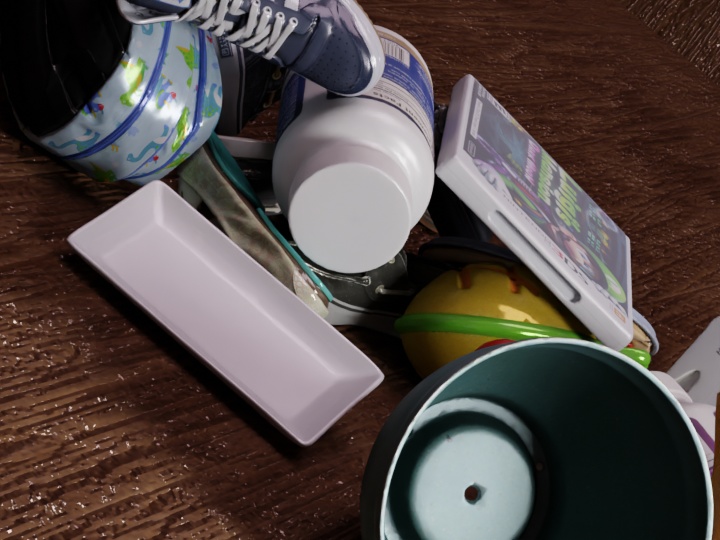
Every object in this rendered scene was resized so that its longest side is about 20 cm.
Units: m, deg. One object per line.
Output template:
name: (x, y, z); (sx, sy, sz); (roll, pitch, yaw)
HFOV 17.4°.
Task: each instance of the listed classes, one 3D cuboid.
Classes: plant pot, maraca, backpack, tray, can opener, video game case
plant pot: (0.082, 0.134, 1.345); (0.200, 0.201, 0.134); (32, -8, -18)
maraca: (0.116, 0.053, 1.681); (0.199, 0.108, 0.137); (13, -6, -35)
backpack: (-0.172, -0.153, 1.599); (0.154, 0.163, 0.200); (45, 19, -27)
tray: (-0.087, 0.030, 1.477); (0.200, 0.022, 0.107); (40, 36, 9)
can opener: (0.057, -0.074, 1.793); (0.078, 0.064, 0.200); (1, -32, 32)
video game case: (0.128, -0.045, 1.685); (0.182, 0.023, 0.200); (45, 18, -11)

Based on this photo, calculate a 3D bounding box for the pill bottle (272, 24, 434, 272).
pill bottle: (-0.004, -0.082, 1.614); (0.111, 0.111, 0.200); (32, 25, -15)

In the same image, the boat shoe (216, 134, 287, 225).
boat shoe: (-0.056, -0.064, 1.746); (0.073, 0.061, 0.200); (10, 3, 23)

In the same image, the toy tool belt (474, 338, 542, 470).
toy tool belt: (0.138, 0.144, 1.483); (0.200, 0.125, 0.123); (51, 16, -27)

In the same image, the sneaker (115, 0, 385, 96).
sneaker: (-0.082, -0.171, 1.523); (0.200, 0.070, 0.108); (41, 34, 3)

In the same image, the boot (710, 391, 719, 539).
boot: (0.233, 0.148, 1.478); (0.201, 0.070, 0.145); (0, 85, -58)

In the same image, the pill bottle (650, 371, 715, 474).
pill bottle: (0.241, 0.165, 1.660); (0.112, 0.112, 0.200); (21, 24, -42)

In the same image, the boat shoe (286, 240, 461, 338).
boat shoe: (0.000, 0.000, 1.684); (0.200, 0.064, 0.071); (15, 28, -51)

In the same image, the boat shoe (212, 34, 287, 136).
boat shoe: (-0.070, -0.151, 1.770); (0.200, 0.090, 0.071); (114, -37, -78)

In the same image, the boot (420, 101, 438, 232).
boot: (0.062, -0.095, 1.987); (0.199, 0.097, 0.075); (23, 23, -38)

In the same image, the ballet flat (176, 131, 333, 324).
ballet flat: (-0.089, -0.028, 1.578); (0.200, 0.062, 0.067); (54, 1, 39)

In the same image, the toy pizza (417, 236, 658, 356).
toy pizza: (0.133, 0.031, 1.803); (0.199, 0.032, 0.200); (23, -13, 5)

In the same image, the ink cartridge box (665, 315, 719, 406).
ink cartridge box: (0.312, 0.127, 1.836); (0.199, 0.145, 0.085); (19, 27, -46)
